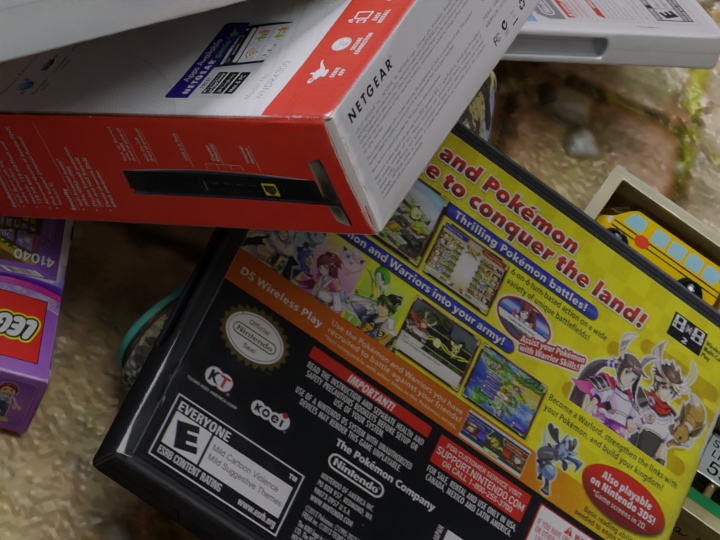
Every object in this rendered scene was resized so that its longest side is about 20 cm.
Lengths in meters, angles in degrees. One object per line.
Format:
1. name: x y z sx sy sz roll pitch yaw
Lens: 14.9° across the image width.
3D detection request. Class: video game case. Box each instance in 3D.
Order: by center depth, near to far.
1. video game case: 0.028 0.045 0.963 0.200 0.025 0.181 35 62 -16
2. video game case: 0.030 -0.125 1.103 0.199 0.018 0.143 1 33 -23

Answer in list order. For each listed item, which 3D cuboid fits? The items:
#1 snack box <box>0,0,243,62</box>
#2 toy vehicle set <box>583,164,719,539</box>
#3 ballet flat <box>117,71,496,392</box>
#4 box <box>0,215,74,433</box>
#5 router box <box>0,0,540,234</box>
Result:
1. snack box: -0.113 -0.112 0.872 0.199 0.053 0.142 -19 25 -35
2. toy vehicle set: 0.149 0.060 1.059 0.199 0.027 0.124 35 52 2
3. ballet flat: 0.000 0.000 1.009 0.072 0.072 0.200 44 59 10
4. box: -0.199 -0.031 0.966 0.199 0.039 0.138 15 52 -13
5. router box: -0.030 -0.097 0.953 0.179 0.049 0.200 3 43 34
